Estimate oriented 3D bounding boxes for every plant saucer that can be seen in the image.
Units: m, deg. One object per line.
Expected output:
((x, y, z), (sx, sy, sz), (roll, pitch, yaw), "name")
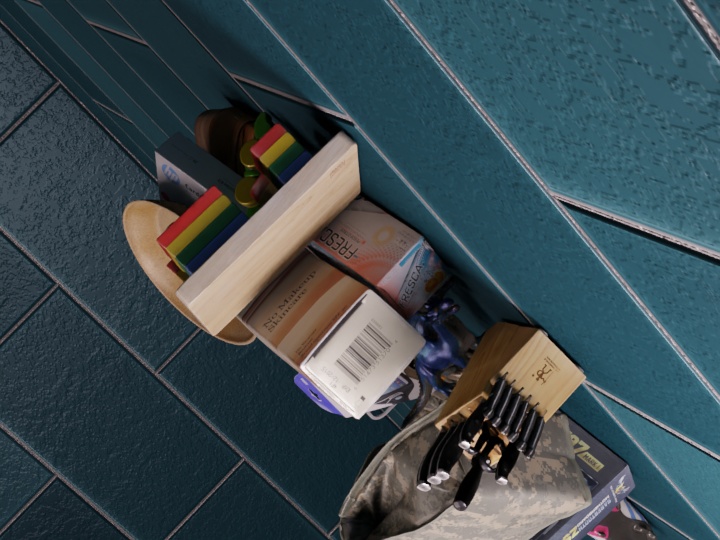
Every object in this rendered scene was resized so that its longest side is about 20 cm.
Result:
((-0.175, -0.006, 1.681), (0.200, 0.035, 0.200), (34, 152, 22), "plant saucer")

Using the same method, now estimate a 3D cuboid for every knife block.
((0.110, 0.131, 1.382), (0.064, 0.176, 0.200), (46, 174, -8), "knife block")

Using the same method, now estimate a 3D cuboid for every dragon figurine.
((0.065, 0.079, 1.560), (0.099, 0.059, 0.200), (28, 138, -12), "dragon figurine")

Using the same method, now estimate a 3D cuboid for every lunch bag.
((0.092, 0.214, 1.494), (0.164, 0.200, 0.118), (11, -128, -37), "lunch bag")

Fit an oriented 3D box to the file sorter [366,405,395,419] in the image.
((-0.016, 0.097, 2.188), (0.200, 0.125, 0.139), (38, 172, 38), "file sorter")

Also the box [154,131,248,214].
((-0.150, -0.039, 1.684), (0.156, 0.041, 0.200), (36, 151, 18), "box")

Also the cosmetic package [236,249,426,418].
((-0.034, 0.055, 1.498), (0.087, 0.103, 0.200), (43, 173, -25), "cosmetic package")

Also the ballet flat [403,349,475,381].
((0.087, 0.096, 1.772), (0.046, 0.067, 0.200), (32, 173, -18), "ballet flat")

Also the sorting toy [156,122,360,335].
((-0.096, -0.046, 1.409), (0.070, 0.200, 0.199), (44, 174, 8), "sorting toy")

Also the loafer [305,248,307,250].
((0.000, 0.000, 1.717), (0.200, 0.072, 0.063), (39, 177, 16), "loafer")

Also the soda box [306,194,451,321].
((-0.001, -0.028, 1.520), (0.200, 0.068, 0.064), (36, 169, 49), "soda box")

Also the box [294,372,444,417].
((0.014, 0.129, 2.016), (0.200, 0.041, 0.119), (-17, 132, 31), "box")

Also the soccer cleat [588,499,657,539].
((0.265, 0.268, 1.769), (0.086, 0.070, 0.200), (36, 170, 49), "soccer cleat")

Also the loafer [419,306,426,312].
((0.008, -0.006, 1.644), (0.200, 0.068, 0.076), (59, 175, 14), "loafer")

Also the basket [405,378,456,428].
((0.134, 0.191, 1.856), (0.136, 0.123, 0.200), (42, 173, 8), "basket")

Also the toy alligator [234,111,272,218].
((-0.087, -0.063, 1.526), (0.054, 0.200, 0.059), (-3, 161, 27), "toy alligator")

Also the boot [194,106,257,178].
((-0.108, -0.083, 1.684), (0.155, 0.077, 0.200), (21, 127, 59), "boot")

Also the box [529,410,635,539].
((0.165, 0.213, 1.640), (0.200, 0.158, 0.051), (38, 164, 38), "box")
